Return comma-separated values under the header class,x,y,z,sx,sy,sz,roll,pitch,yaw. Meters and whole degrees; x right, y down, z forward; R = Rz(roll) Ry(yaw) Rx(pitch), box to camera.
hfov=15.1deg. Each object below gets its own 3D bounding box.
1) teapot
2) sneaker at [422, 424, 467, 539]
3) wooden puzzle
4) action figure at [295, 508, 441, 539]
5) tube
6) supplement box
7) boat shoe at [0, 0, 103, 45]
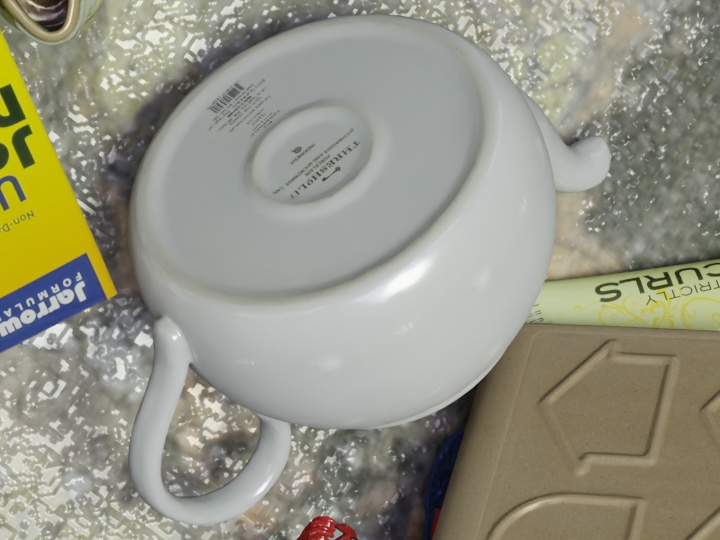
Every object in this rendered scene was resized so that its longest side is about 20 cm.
class,x,y,z,sx,sy,sz,roll,pitch,yaw
teapot,0.000,0.000,1.177,0.199,0.198,0.146,-9,138,16
sneaker,0.062,0.172,1.220,0.078,0.070,0.201,23,70,-29
wooden puzzle,0.131,0.101,1.150,0.199,0.186,0.046,-2,133,22
action figure,-0.007,0.149,1.158,0.065,0.200,0.099,29,113,-9
tube,0.159,0.025,1.260,0.198,0.058,0.052,-11,116,-9
supplement box,-0.194,-0.066,1.111,0.108,0.110,0.201,-27,126,-8
boat shoe,-0.150,-0.188,1.091,0.073,0.063,0.201,-23,104,2
